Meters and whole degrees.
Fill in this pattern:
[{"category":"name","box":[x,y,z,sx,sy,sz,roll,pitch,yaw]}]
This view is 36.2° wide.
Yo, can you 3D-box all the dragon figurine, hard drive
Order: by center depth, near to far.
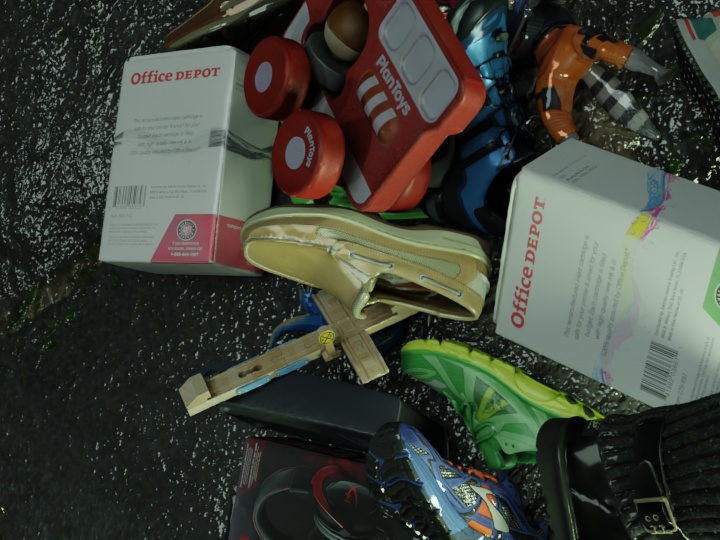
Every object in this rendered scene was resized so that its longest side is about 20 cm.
[{"category":"hard drive","box":[-0.033,0.119,0.917,0.200,0.135,0.042,8,74,29]},{"category":"dragon figurine","box":[-0.001,0.042,0.953,0.200,0.059,0.100,-38,66,16]}]

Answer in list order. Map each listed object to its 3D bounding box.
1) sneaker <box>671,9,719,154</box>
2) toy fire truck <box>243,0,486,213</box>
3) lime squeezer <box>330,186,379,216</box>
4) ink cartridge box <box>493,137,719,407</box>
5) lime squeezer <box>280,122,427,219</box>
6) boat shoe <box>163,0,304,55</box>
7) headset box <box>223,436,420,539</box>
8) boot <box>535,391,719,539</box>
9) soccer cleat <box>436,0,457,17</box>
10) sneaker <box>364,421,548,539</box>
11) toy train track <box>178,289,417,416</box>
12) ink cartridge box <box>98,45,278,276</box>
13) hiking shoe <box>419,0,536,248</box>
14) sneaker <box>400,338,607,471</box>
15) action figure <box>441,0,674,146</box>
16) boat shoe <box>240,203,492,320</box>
[{"category":"sneaker","box":[0.289,-0.126,0.775,0.093,0.070,0.200,-18,43,10]},{"category":"toy fire truck","box":[0.007,-0.148,0.837,0.168,0.112,0.200,-48,50,35]},{"category":"lime squeezer","box":[-0.024,-0.099,0.950,0.038,0.071,0.200,-31,69,-12]},{"category":"ink cartridge box","box":[0.206,0.009,0.797,0.200,0.087,0.146,24,126,29]},{"category":"lime squeezer","box":[-0.018,-0.072,1.004,0.200,0.038,0.071,33,65,29]},{"category":"boat shoe","box":[-0.097,-0.256,1.056,0.200,0.076,0.074,-21,66,15]},{"category":"headset box","box":[-0.027,0.226,0.924,0.200,0.075,0.149,8,85,29]},{"category":"boot","box":[0.218,0.189,0.754,0.158,0.079,0.212,-11,101,36]},{"category":"soccer cleat","box":[0.036,-0.209,0.954,0.200,0.070,0.086,-63,27,18]},{"category":"sneaker","box":[0.075,0.175,0.831,0.075,0.200,0.079,0,48,48]},{"category":"toy train track","box":[-0.051,0.056,0.872,0.200,0.033,0.115,-24,42,-9]},{"category":"ink cartridge box","box":[-0.159,-0.099,1.045,0.146,0.083,0.201,1,82,33]},{"category":"hiking shoe","box":[0.104,-0.120,0.854,0.087,0.074,0.200,25,128,31]},{"category":"sneaker","box":[0.107,0.114,0.873,0.200,0.074,0.084,28,91,29]},{"category":"action figure","box":[0.149,-0.158,0.910,0.194,0.104,0.200,58,137,30]},{"category":"boat shoe","box":[0.000,0.000,0.849,0.199,0.072,0.076,6,57,8]}]
